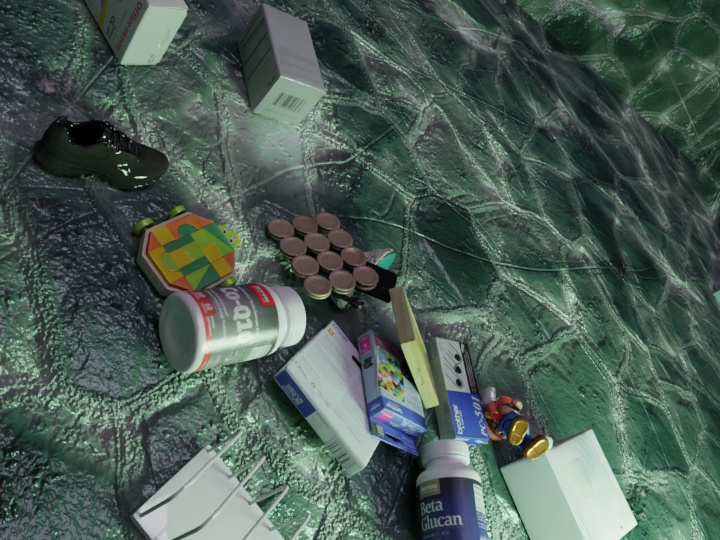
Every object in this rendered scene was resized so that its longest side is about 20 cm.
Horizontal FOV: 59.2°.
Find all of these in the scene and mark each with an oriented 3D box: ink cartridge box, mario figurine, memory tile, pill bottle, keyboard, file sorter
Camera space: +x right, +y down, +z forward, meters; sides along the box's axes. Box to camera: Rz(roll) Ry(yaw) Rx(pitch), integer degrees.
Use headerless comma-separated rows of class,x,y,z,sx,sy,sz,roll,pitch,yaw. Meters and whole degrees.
ink cartridge box,0.186,0.237,1.241,0.093,0.044,0.202,14,53,-34
mario figurine,0.297,0.282,1.213,0.105,0.200,0.125,-13,93,-5
memory tile,-0.068,-0.030,1.147,0.152,0.017,0.201,-12,51,-32
ink cartridge box,-0.033,0.202,1.049,0.197,0.043,0.200,52,24,-1
ink cartridge box,0.056,0.210,1.101,0.119,0.042,0.201,34,33,-35
pill bottle,0.148,0.390,1.044,0.110,0.111,0.202,23,48,-31
ink cartridge box,-0.409,-0.490,1.115,0.085,0.147,0.201,-20,76,-48
keyboard,-0.035,0.013,1.142,0.198,0.021,0.128,22,42,3
file sorter,-0.154,0.323,0.794,0.201,0.124,0.139,51,40,-1
pill bottle,-0.185,0.079,0.946,0.199,0.114,0.115,-7,67,-46

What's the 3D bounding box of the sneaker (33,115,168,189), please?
sneaker,-0.381,-0.181,0.966,0.199,0.091,0.077,1,60,-45

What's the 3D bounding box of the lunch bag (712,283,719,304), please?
lunch bag,1.540,0.099,2.514,0.171,0.200,0.127,56,40,3

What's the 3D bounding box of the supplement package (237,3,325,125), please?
supplement package,-0.168,-0.428,1.324,0.116,0.117,0.202,7,58,-39

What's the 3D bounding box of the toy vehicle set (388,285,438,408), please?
toy vehicle set,0.097,0.140,1.136,0.125,0.026,0.201,-99,170,-46

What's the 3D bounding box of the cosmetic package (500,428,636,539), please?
cosmetic package,0.410,0.445,1.248,0.199,0.123,0.201,-5,66,-44

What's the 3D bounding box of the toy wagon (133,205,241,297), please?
toy wagon,-0.260,-0.032,1.013,0.156,0.039,0.200,54,40,1

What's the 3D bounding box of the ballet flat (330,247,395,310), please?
ballet flat,0.000,0.000,1.219,0.072,0.072,0.200,50,42,-3
